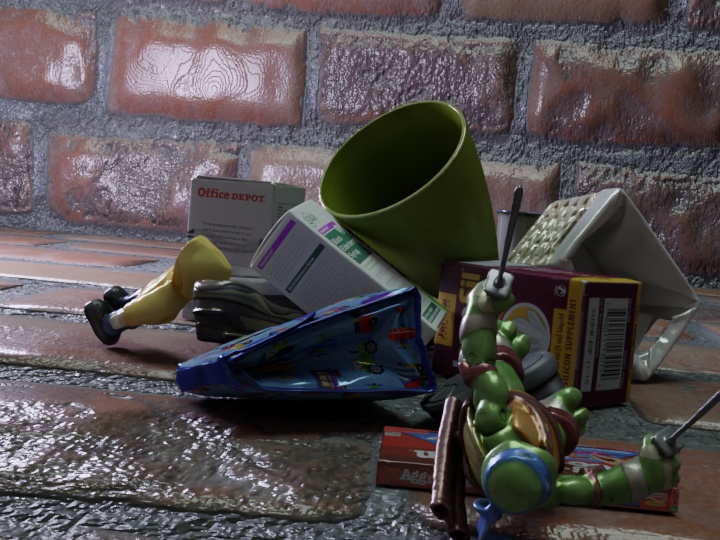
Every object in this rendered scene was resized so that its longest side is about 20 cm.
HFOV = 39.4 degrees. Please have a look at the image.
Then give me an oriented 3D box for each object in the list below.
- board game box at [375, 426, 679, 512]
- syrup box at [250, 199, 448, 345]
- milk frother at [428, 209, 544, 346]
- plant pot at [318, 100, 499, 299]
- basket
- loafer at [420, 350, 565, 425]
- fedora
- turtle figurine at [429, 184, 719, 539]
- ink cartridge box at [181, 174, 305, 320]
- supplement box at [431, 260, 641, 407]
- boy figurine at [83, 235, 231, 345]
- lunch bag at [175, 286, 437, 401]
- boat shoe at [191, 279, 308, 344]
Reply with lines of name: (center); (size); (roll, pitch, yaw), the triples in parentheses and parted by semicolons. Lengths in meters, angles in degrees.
board game box: (0.113, 0.139, 0.713); (0.199, 0.020, 0.103); (5, 5, 3)
syrup box: (-0.011, 0.019, 1.076); (0.200, 0.082, 0.079); (40, 19, 3)
milk frother: (0.177, 0.013, 1.327); (0.199, 0.189, 0.180); (2, 4, -31)
plant pot: (0.081, -0.060, 1.177); (0.187, 0.187, 0.200); (9, -36, 46)
basket: (0.286, 0.016, 1.209); (0.200, 0.136, 0.123); (50, -21, -22)
loafer: (0.106, 0.112, 0.808); (0.072, 0.063, 0.200); (-31, -1, -21)
fedora: (-0.123, 0.047, 1.196); (0.199, 0.091, 0.177); (5, 3, 33)
turtle figurine: (0.124, 0.066, 0.597); (0.143, 0.201, 0.194); (15, 4, 3)
ink cartridge box: (-0.163, -0.026, 1.396); (0.144, 0.201, 0.084); (7, 5, 28)
supplement box: (0.183, 0.061, 1.070); (0.103, 0.132, 0.200); (1, 5, -40)
boy figurine: (-0.218, 0.024, 1.084); (0.200, 0.065, 0.124); (-26, 10, 41)
lunch bag: (-0.061, 0.081, 0.865); (0.199, 0.095, 0.150); (-10, -2, -26)
boat shoe: (-0.106, 0.071, 1.051); (0.074, 0.074, 0.200); (-2, -21, 40)
